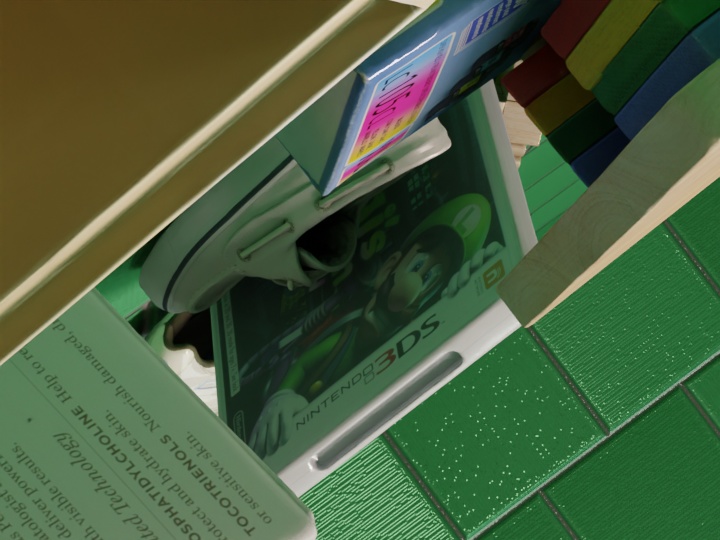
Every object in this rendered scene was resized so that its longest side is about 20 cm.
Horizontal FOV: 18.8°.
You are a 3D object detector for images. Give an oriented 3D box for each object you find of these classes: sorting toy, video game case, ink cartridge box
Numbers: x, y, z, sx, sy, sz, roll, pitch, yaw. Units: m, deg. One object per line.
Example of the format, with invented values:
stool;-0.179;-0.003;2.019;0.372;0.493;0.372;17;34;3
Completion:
sorting toy;0.129;-0.088;0.697;0.200;0.070;0.199;-37;174;-19
video game case;0.000;0.000;1.015;0.182;0.023;0.200;-39;-148;21
ink cartridge box;0.052;-0.122;0.691;0.200;0.076;0.136;-37;174;-13

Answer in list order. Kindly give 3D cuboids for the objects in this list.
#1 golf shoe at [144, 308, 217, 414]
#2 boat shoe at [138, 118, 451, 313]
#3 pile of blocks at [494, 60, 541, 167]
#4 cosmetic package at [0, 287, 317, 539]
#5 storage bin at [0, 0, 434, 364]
golf shoe;-0.049;0.022;1.237;0.200;0.078;0.097;-39;164;-33
boat shoe;-0.030;-0.025;0.995;0.200;0.066;0.072;-42;172;38
pile of blocks;0.053;-0.074;1.204;0.062;0.082;0.200;8;151;-9
cosmetic package;-0.158;0.136;0.869;0.200;0.166;0.167;-32;159;-37
storage bin;-0.121;-0.019;0.292;0.199;0.094;0.200;-39;168;18
